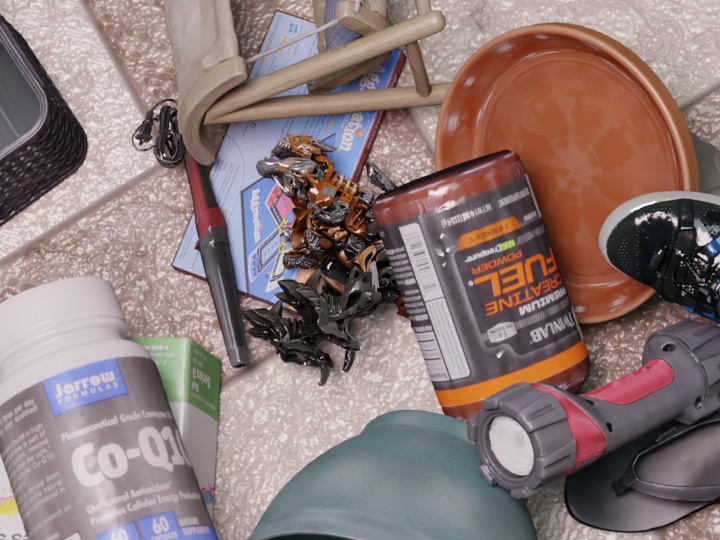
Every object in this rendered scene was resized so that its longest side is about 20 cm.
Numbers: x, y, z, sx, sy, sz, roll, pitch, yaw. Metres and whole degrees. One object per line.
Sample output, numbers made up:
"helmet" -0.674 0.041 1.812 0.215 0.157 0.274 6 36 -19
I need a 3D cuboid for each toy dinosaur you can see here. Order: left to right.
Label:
"toy dinosaur" 0.000 0.000 1.499 0.200 0.102 0.136 38 62 17

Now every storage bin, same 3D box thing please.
"storage bin" -0.314 -0.090 1.588 0.199 0.094 0.136 -35 72 1

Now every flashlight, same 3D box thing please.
"flashlight" 0.156 0.080 1.400 0.068 0.199 0.068 21 122 41

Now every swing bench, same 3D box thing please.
"swing bench" -0.048 -0.205 1.525 0.199 0.130 0.200 -12 67 5

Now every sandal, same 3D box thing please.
"sandal" 0.228 0.122 1.449 0.199 0.043 0.077 -12 74 9

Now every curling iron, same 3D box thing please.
"curling iron" -0.113 -0.025 1.543 0.049 0.026 0.201 -11 75 -30

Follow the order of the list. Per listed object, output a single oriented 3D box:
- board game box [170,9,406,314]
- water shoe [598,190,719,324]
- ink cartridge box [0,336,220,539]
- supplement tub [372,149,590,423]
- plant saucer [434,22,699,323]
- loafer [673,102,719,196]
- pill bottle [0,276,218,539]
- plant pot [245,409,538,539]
"board game box" -0.050 -0.077 1.569 0.102 0.019 0.201 19 81 17
"water shoe" 0.241 0.009 1.367 0.199 0.079 0.072 18 121 8
"ink cartridge box" -0.177 0.150 1.504 0.144 0.088 0.202 0 78 11
"supplement tub" 0.087 0.030 1.454 0.106 0.107 0.201 -20 94 6
"plant saucer" 0.137 -0.065 1.469 0.199 0.032 0.202 15 115 35
"loafer" 0.206 -0.060 1.490 0.200 0.072 0.063 55 132 23
"pill bottle" -0.170 0.114 1.407 0.113 0.114 0.201 -23 74 5
"plant pot" 0.033 0.176 1.414 0.199 0.201 0.135 15 52 15
